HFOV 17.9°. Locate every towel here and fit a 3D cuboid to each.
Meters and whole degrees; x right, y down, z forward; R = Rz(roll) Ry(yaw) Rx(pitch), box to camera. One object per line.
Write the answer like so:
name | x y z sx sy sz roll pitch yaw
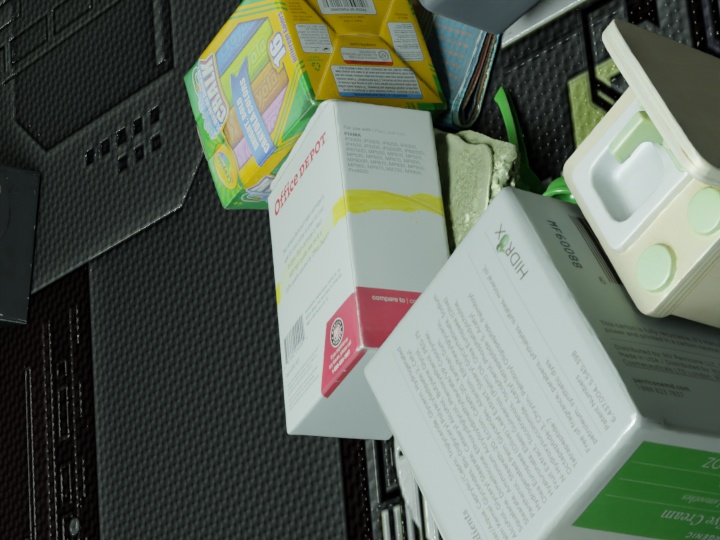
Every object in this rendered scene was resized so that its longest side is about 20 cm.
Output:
towel | 0.041 -0.194 1.759 0.200 0.022 0.148 23 98 51
towel | 0.063 0.000 1.635 0.148 0.036 0.201 -166 81 -67

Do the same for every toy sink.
toy sink | 0.206 -0.045 1.369 0.112 0.199 0.131 -50 47 26

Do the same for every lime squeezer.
lime squeezer | 0.143 -0.066 1.598 0.071 0.038 0.200 -46 38 -10

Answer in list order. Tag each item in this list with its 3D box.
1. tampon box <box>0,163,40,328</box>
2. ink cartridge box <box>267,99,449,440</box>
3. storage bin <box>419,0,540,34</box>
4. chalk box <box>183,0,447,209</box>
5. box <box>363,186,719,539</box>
tampon box | -0.416 -0.021 2.197 0.199 0.126 0.151 -9 74 49
ink cartridge box | 0.000 0.000 1.631 0.145 0.083 0.201 128 141 -54
storage bin | 0.083 -0.274 1.622 0.134 0.145 0.201 -44 49 32
chalk box | -0.047 -0.123 1.747 0.200 0.124 0.124 -47 55 48
box | 0.149 0.088 1.407 0.172 0.198 0.201 -52 45 29
